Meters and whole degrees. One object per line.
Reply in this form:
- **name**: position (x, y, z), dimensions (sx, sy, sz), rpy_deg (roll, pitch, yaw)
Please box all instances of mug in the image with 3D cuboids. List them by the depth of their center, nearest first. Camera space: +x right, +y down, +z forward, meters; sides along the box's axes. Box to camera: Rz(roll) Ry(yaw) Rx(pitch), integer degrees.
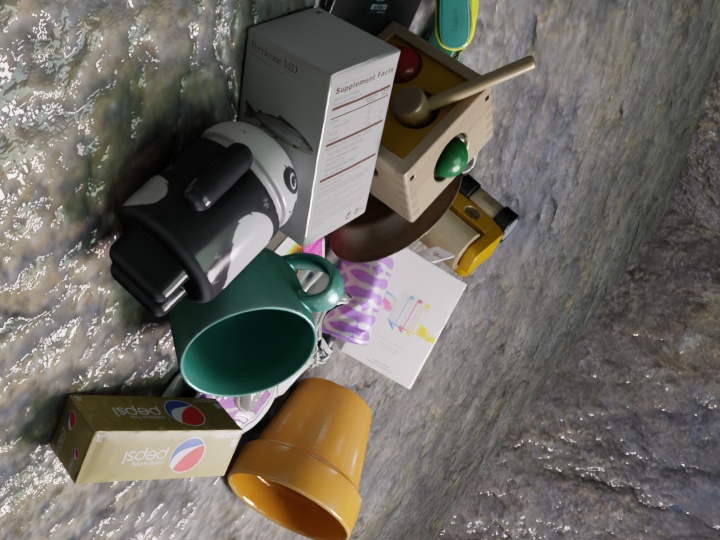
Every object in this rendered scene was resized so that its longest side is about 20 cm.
- **mug**: position (-0.119, 0.044, 1.009), dimensions (0.181, 0.116, 0.154), rpy_deg (-8, 139, -19)

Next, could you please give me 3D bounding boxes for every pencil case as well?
- **pencil case**: position (0.000, 0.000, 1.246), dimensions (0.084, 0.084, 0.204), rpy_deg (179, -72, -71)

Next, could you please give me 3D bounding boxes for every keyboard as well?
- **keyboard**: position (0.025, -0.327, 1.043), dimensions (0.199, 0.020, 0.129), rpy_deg (-24, 145, -56)

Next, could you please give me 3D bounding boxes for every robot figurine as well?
- **robot figurine**: position (-0.147, -0.051, 0.879), dimensions (0.200, 0.149, 0.126), rpy_deg (-47, 125, -25)

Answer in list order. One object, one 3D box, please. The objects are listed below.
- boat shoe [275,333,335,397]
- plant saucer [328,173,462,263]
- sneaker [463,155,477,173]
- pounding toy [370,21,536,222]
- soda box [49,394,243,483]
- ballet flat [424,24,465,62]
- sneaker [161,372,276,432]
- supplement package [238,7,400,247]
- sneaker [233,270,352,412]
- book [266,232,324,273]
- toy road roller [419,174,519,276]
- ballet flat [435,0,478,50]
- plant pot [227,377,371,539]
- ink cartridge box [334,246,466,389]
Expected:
- **boat shoe**: position (-0.069, 0.100, 1.296), dimensions (0.202, 0.066, 0.073), rpy_deg (-59, 157, -1)
- **plant saucer**: position (0.034, -0.097, 1.158), dimensions (0.201, 0.199, 0.037), rpy_deg (-52, 125, -17)
- **sneaker**: position (0.137, -0.173, 1.359), dimensions (0.199, 0.098, 0.076), rpy_deg (-25, 138, -55)
- **pounding toy**: position (0.071, -0.183, 1.057), dimensions (0.184, 0.199, 0.143), rpy_deg (-46, 154, -15)
- **soda box**: position (-0.228, 0.182, 0.998), dimensions (0.198, 0.067, 0.065), rpy_deg (10, 111, -48)
- **ballet flat**: position (0.081, -0.235, 1.210), dimensions (0.202, 0.074, 0.074), rpy_deg (-54, 157, -8)
- **sneaker**: position (-0.173, 0.152, 1.142), dimensions (0.200, 0.072, 0.116), rpy_deg (-37, 145, -43)
- **supplement package**: position (-0.052, -0.151, 0.968), dimensions (0.117, 0.116, 0.203), rpy_deg (-31, 144, -44)
- **sneaker**: position (-0.083, 0.089, 1.108), dimensions (0.202, 0.081, 0.075), rpy_deg (-58, 178, -3)
- **book**: position (-0.092, 0.002, 1.163), dimensions (0.134, 0.048, 0.202), rpy_deg (-46, 155, -32)
- **toy road roller**: position (0.164, -0.051, 1.540), dimensions (0.199, 0.122, 0.147), rpy_deg (-33, 157, -47)
- **ballet flat**: position (0.119, -0.375, 1.125), dimensions (0.067, 0.065, 0.204), rpy_deg (-67, 161, -60)
- **plant pot**: position (-0.071, 0.271, 1.367), dimensions (0.202, 0.196, 0.185), rpy_deg (84, 28, -55)
- **ink cartridge box**: position (0.058, 0.046, 1.368), dimensions (0.203, 0.124, 0.129), rpy_deg (-61, -167, 2)
